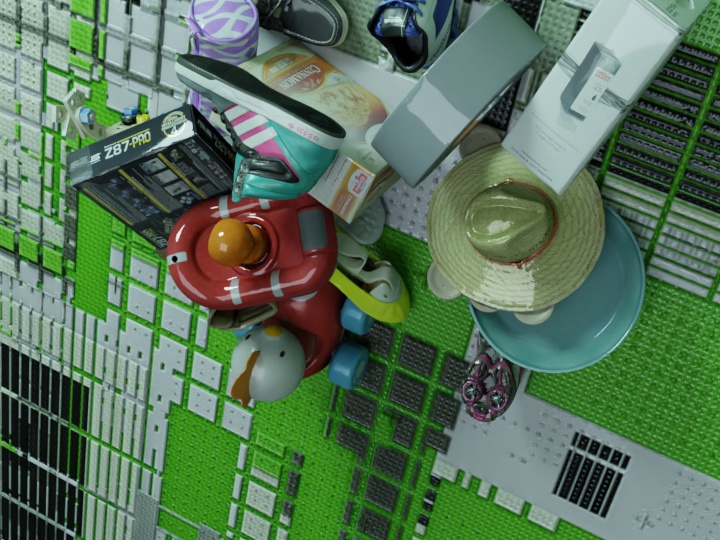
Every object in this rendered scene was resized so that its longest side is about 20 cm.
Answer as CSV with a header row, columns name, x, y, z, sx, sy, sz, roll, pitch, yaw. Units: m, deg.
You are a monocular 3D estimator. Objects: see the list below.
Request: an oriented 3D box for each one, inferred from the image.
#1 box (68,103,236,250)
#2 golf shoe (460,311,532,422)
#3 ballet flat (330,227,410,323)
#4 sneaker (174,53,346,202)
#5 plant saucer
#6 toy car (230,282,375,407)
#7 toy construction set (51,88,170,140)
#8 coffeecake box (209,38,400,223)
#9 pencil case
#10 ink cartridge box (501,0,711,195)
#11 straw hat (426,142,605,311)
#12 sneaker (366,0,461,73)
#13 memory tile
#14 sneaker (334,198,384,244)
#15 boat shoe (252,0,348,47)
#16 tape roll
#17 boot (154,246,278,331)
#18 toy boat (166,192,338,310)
name,x,y,z,sx,sy,sz,roll,pitch,yaw
box,-0.217,-0.101,1.239,0.159,0.200,0.050,-21,64,13
golf shoe,0.174,0.076,1.267,0.072,0.092,0.203,22,101,18
ballet flat,0.000,0.000,1.285,0.199,0.068,0.067,35,145,-25
sneaker,-0.122,-0.137,1.124,0.198,0.084,0.122,30,112,10
plant saucer,0.217,0.012,1.189,0.197,0.036,0.204,-2,85,17
toy car,-0.101,0.089,1.345,0.182,0.200,0.179,23,124,16
toy construction set,-0.292,-0.168,1.360,0.198,0.131,0.093,23,123,17
coffeecake box,-0.045,-0.163,1.211,0.199,0.153,0.074,36,125,7
pencil case,-0.164,-0.238,1.239,0.084,0.085,0.201,44,155,16
ink cartridge box,0.240,-0.193,1.044,0.085,0.146,0.201,40,127,6
straw hat,0.157,-0.051,1.132,0.198,0.085,0.205,-2,85,17
sneaker,0.060,-0.294,1.110,0.079,0.115,0.202,9,119,23
memory tile,0.161,-0.052,1.184,0.151,0.017,0.203,14,91,18
sneaker,-0.055,-0.103,1.311,0.200,0.077,0.080,42,151,-2
boat shoe,-0.108,-0.310,1.226,0.198,0.065,0.073,33,126,10
tape roll,0.100,-0.179,1.095,0.066,0.200,0.200,44,127,2
boot,-0.182,0.000,1.330,0.197,0.157,0.072,-8,145,21
toy boat,-0.130,-0.029,1.186,0.197,0.130,0.133,-12,83,19
